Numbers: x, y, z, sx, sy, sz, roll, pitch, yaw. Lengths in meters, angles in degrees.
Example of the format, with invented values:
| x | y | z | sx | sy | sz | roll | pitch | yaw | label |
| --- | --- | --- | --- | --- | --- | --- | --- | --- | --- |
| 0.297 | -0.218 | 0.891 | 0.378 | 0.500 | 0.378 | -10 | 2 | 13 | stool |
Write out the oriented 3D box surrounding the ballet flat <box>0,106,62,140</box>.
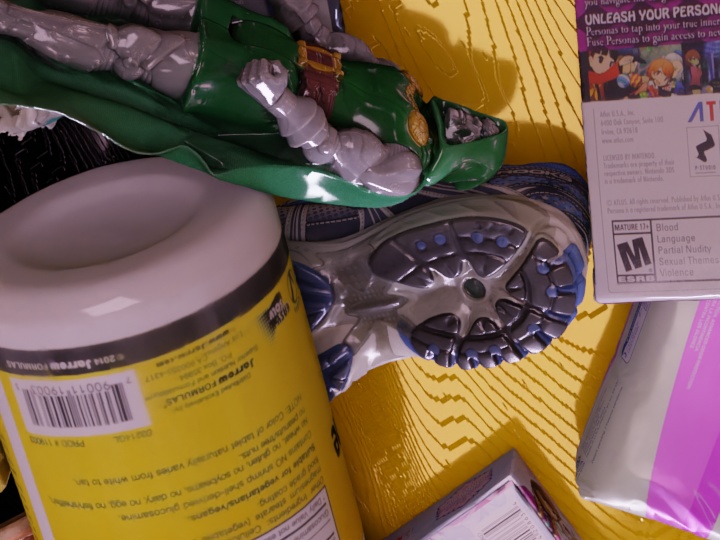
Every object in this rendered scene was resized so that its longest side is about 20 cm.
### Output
| x | y | z | sx | sy | sz | roll | pitch | yaw | label |
| --- | --- | --- | --- | --- | --- | --- | --- | --- | --- |
| -0.173 | -0.124 | 0.806 | 0.200 | 0.072 | 0.072 | 40 | 102 | -4 | ballet flat |

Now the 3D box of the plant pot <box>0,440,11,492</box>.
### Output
| x | y | z | sx | sy | sz | roll | pitch | yaw | label |
| --- | --- | --- | --- | --- | --- | --- | --- | --- | --- |
| -0.225 | 0.028 | 0.796 | 0.176 | 0.200 | 0.201 | -17 | 100 | -2 | plant pot |

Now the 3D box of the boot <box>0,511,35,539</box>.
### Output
| x | y | z | sx | sy | sz | roll | pitch | yaw | label |
| --- | --- | --- | --- | --- | --- | --- | --- | --- | --- |
| -0.134 | 0.195 | 0.854 | 0.200 | 0.077 | 0.155 | -46 | 78 | 17 | boot |

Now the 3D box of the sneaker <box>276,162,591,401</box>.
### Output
| x | y | z | sx | sy | sz | roll | pitch | yaw | label |
| --- | --- | --- | --- | --- | --- | --- | --- | --- | --- |
| 0.000 | 0.000 | 0.825 | 0.199 | 0.085 | 0.077 | -5 | 117 | 28 | sneaker |

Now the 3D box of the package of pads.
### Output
| x | y | z | sx | sy | sz | roll | pitch | yaw | label |
| --- | --- | --- | --- | --- | --- | --- | --- | --- | --- |
| 0.197 | 0.038 | 0.814 | 0.199 | 0.068 | 0.155 | 19 | 104 | 1 | package of pads |

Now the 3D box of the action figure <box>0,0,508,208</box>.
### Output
| x | y | z | sx | sy | sz | roll | pitch | yaw | label |
| --- | --- | --- | --- | --- | --- | --- | --- | --- | --- |
| -0.040 | -0.067 | 0.726 | 0.199 | 0.118 | 0.055 | 18 | 130 | -23 | action figure |

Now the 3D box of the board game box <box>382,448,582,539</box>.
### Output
| x | y | z | sx | sy | sz | roll | pitch | yaw | label |
| --- | --- | --- | --- | --- | --- | --- | --- | --- | --- |
| 0.039 | 0.207 | 0.877 | 0.199 | 0.041 | 0.200 | -35 | 96 | 11 | board game box |

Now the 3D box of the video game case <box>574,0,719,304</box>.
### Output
| x | y | z | sx | sy | sz | roll | pitch | yaw | label |
| --- | --- | --- | --- | --- | --- | --- | --- | --- | --- |
| 0.167 | -0.082 | 0.724 | 0.199 | 0.036 | 0.182 | -3 | 96 | 27 | video game case |

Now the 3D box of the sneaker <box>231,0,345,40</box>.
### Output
| x | y | z | sx | sy | sz | roll | pitch | yaw | label |
| --- | --- | --- | --- | --- | --- | --- | --- | --- | --- |
| -0.059 | -0.136 | 0.757 | 0.082 | 0.070 | 0.201 | -15 | 130 | 1 | sneaker |

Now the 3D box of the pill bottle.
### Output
| x | y | z | sx | sy | sz | roll | pitch | yaw | label |
| --- | --- | --- | --- | --- | --- | --- | --- | --- | --- |
| -0.061 | 0.071 | 0.773 | 0.112 | 0.113 | 0.201 | -10 | 116 | 7 | pill bottle |
